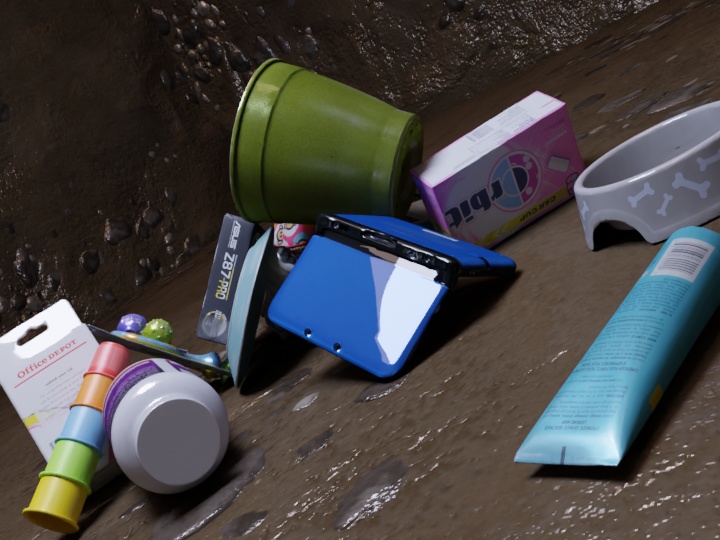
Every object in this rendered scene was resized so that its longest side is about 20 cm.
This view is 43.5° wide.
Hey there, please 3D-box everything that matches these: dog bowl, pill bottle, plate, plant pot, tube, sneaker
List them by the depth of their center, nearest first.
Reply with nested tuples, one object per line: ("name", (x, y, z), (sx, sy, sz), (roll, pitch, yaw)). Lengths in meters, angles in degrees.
("tube", (0.171, 0.048, 0.554), (0.200, 0.051, 0.077), (-43, 12, -33))
("dog bowl", (0.289, -0.093, 0.843), (0.198, 0.059, 0.200), (-29, 10, 5))
("pill bottle", (-0.193, 0.152, 0.890), (0.111, 0.114, 0.200), (-33, 10, -16))
("plant pot", (-0.029, -0.139, 1.091), (0.189, 0.204, 0.201), (12, 25, 16))
("plate", (-0.138, 0.042, 1.109), (0.025, 0.204, 0.200), (12, 13, -1))
("sneaker", (-0.092, 0.035, 1.158), (0.081, 0.075, 0.201), (-41, -20, -11))

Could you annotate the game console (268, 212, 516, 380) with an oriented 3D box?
("game console", (0.031, 0.020, 0.933), (0.169, 0.121, 0.198), (0, 17, -45))

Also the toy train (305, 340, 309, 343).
("toy train", (-0.010, 0.043, 1.047), (0.198, 0.057, 0.042), (-20, 22, 46))

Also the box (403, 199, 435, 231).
("box", (0.046, -0.040, 1.131), (0.197, 0.050, 0.082), (-21, 22, -27))

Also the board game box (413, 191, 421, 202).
("board game box", (0.046, -0.102, 1.260), (0.196, 0.024, 0.105), (8, -18, -7))

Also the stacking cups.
("stacking cups", (-0.295, 0.176, 0.972), (0.060, 0.060, 0.203), (-21, 42, 39))

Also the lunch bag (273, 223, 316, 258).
("lunch bag", (-0.011, -0.050, 1.269), (0.198, 0.084, 0.175), (-10, -23, 43))

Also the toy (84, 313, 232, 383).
("toy", (-0.256, 0.090, 1.160), (0.115, 0.197, 0.048), (-17, 51, 63))

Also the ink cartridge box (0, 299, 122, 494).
("ink cartridge box", (-0.335, 0.148, 1.048), (0.115, 0.201, 0.068), (-32, -17, -19))

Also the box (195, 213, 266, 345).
("box", (-0.168, 0.019, 1.234), (0.200, 0.048, 0.164), (77, -151, -84))

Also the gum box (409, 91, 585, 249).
("gum box", (0.170, -0.113, 1.071), (0.198, 0.115, 0.066), (-32, 32, -7))
